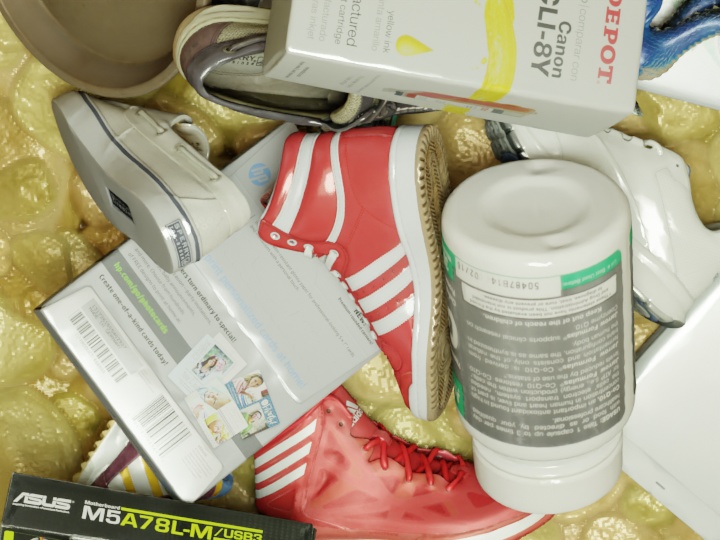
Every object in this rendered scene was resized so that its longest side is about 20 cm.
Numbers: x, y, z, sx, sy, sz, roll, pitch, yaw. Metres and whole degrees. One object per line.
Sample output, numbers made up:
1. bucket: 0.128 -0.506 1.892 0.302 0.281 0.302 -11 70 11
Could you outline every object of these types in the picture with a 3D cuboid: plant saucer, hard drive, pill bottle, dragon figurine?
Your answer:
1. plant saucer: -0.159 -0.203 1.314 0.200 0.029 0.201 20 123 33
2. hard drive: 0.253 0.069 1.405 0.132 0.026 0.200 40 102 -6
3. pill bottle: 0.110 0.043 1.320 0.113 0.113 0.201 -4 125 4
4. dragon figurine: 0.149 -0.160 1.319 0.199 0.059 0.100 25 102 -3

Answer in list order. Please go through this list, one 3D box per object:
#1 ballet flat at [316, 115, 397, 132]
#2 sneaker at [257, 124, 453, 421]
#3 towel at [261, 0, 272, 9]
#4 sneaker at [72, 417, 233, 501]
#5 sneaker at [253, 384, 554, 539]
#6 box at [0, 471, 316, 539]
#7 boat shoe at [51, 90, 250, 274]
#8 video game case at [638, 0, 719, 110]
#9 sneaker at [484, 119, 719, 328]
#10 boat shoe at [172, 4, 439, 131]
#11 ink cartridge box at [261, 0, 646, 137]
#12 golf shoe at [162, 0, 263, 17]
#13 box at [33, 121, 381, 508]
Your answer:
1. ballet flat: -0.003 -0.143 1.329 0.074 0.074 0.201 16 116 -1
2. sneaker: 0.000 0.000 1.335 0.112 0.071 0.201 3 120 17
3. towel: -0.052 -0.236 1.353 0.199 0.023 0.145 -11 101 5
4. sneaker: -0.135 0.140 1.415 0.090 0.075 0.200 32 103 1
5. sneaker: 0.024 0.125 1.403 0.199 0.078 0.116 -11 103 4
6. box: -0.138 0.216 1.387 0.192 0.048 0.200 11 139 -3
7. boat shoe: -0.126 -0.066 1.326 0.070 0.200 0.071 -26 122 -17
8. video game case: 0.203 -0.208 1.347 0.182 0.022 0.201 14 103 0
9. sneaker: 0.154 -0.057 1.368 0.087 0.075 0.200 -45 102 -4
10. boat shoe: -0.009 -0.113 1.269 0.199 0.065 0.072 4 125 -14
11. ink cartridge box: 0.058 -0.166 1.210 0.199 0.083 0.146 9 83 -11
12. golf shoe: -0.062 -0.209 1.312 0.078 0.094 0.200 41 129 17
13. box: -0.080 0.026 1.366 0.200 0.041 0.156 -38 99 -13
